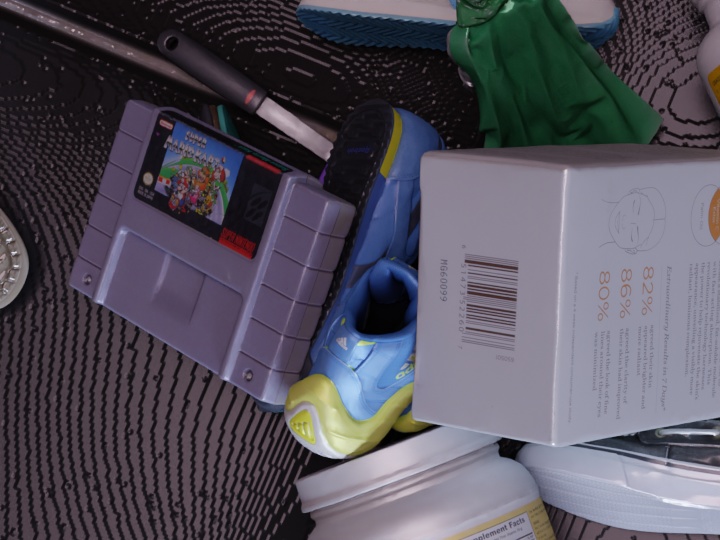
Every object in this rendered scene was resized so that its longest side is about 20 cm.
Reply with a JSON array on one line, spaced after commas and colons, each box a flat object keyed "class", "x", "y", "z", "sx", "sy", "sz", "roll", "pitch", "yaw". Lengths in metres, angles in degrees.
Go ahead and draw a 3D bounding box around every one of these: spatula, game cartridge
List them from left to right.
[{"class": "game cartridge", "x": -0.093, "y": -0.017, "z": 1.480, "sx": 0.199, "sy": 0.038, "sz": 0.131, "roll": 27, "pitch": 106, "yaw": 43}, {"class": "spatula", "x": -0.049, "y": -0.095, "z": 1.560, "sx": 0.199, "sy": 0.021, "sz": 0.057, "roll": 36, "pitch": 91, "yaw": 11}]

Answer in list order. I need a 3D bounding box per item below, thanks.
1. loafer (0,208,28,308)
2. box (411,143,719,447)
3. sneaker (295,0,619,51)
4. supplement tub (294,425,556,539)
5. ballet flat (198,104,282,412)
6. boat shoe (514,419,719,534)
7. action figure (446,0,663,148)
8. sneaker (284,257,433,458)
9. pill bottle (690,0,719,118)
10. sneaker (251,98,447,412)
[{"class": "loafer", "x": -0.293, "y": -0.050, "z": 1.571, "sx": 0.200, "sy": 0.068, "sz": 0.076, "roll": 39, "pitch": 91, "yaw": -5}, {"class": "box", "x": 0.133, "y": 0.008, "z": 1.404, "sx": 0.106, "sy": 0.199, "sz": 0.154, "roll": 8, "pitch": 98, "yaw": 42}, {"class": "sneaker", "x": 0.063, "y": -0.178, "z": 1.528, "sx": 0.198, "sy": 0.077, "sz": 0.081, "roll": 9, "pitch": 77, "yaw": 5}, {"class": "supplement tub", "x": 0.052, "y": 0.195, "z": 1.440, "sx": 0.144, "sy": 0.145, "sz": 0.201, "roll": -21, "pitch": 87, "yaw": 5}, {"class": "ballet flat", "x": -0.078, "y": -0.003, "z": 1.531, "sx": 0.073, "sy": 0.073, "sz": 0.201, "roll": -24, "pitch": 83, "yaw": 5}, {"class": "boat shoe", "x": 0.193, "y": 0.115, "z": 1.483, "sx": 0.198, "sy": 0.072, "sz": 0.071, "roll": 7, "pitch": 65, "yaw": 8}, {"class": "action figure", "x": 0.097, "y": -0.117, "z": 1.454, "sx": 0.118, "sy": 0.200, "sz": 0.055, "roll": -35, "pitch": 53, "yaw": 1}, {"class": "sneaker", "x": 0.039, "y": 0.036, "z": 1.439, "sx": 0.076, "sy": 0.200, "sz": 0.106, "roll": 35, "pitch": 126, "yaw": 18}, {"class": "pill bottle", "x": 0.266, "y": -0.101, "z": 1.472, "sx": 0.104, "sy": 0.104, "sz": 0.201, "roll": -25, "pitch": 81, "yaw": 5}, {"class": "sneaker", "x": 0.000, "y": 0.000, "z": 1.486, "sx": 0.066, "sy": 0.078, "sz": 0.201, "roll": 10, "pitch": 72, "yaw": 50}]
